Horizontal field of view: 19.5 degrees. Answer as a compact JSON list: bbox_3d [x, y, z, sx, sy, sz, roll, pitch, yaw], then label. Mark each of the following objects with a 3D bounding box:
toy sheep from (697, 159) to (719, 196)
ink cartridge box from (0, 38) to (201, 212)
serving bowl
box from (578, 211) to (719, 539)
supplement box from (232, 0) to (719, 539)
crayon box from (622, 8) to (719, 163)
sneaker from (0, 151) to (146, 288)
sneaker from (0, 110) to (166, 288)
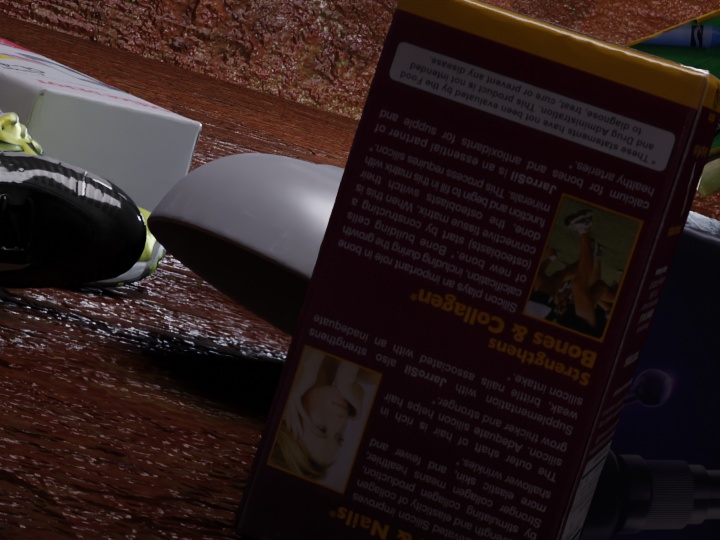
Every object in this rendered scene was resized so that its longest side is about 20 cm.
[{"bbox_3d":[0.246,-0.040,1.041,0.137,0.139,0.200,16,22,-16],"label":"toy sheep"},{"bbox_3d":[-0.219,-0.089,1.282,0.199,0.086,0.147,22,8,36],"label":"ink cartridge box"},{"bbox_3d":[0.000,0.000,0.995,0.199,0.066,0.200,29,-10,6],"label":"serving bowl"},{"bbox_3d":[0.086,0.039,0.846,0.198,0.149,0.104,17,8,-4],"label":"box"},{"bbox_3d":[0.044,0.012,0.732,0.110,0.202,0.086,19,7,13],"label":"supplement box"},{"bbox_3d":[0.131,-0.070,0.944,0.198,0.059,0.119,-21,-2,5],"label":"crayon box"},{"bbox_3d":[-0.197,-0.025,0.968,0.198,0.067,0.091,13,11,-9],"label":"sneaker"},{"bbox_3d":[-0.177,-0.042,1.076,0.199,0.077,0.075,13,7,-41],"label":"sneaker"}]
